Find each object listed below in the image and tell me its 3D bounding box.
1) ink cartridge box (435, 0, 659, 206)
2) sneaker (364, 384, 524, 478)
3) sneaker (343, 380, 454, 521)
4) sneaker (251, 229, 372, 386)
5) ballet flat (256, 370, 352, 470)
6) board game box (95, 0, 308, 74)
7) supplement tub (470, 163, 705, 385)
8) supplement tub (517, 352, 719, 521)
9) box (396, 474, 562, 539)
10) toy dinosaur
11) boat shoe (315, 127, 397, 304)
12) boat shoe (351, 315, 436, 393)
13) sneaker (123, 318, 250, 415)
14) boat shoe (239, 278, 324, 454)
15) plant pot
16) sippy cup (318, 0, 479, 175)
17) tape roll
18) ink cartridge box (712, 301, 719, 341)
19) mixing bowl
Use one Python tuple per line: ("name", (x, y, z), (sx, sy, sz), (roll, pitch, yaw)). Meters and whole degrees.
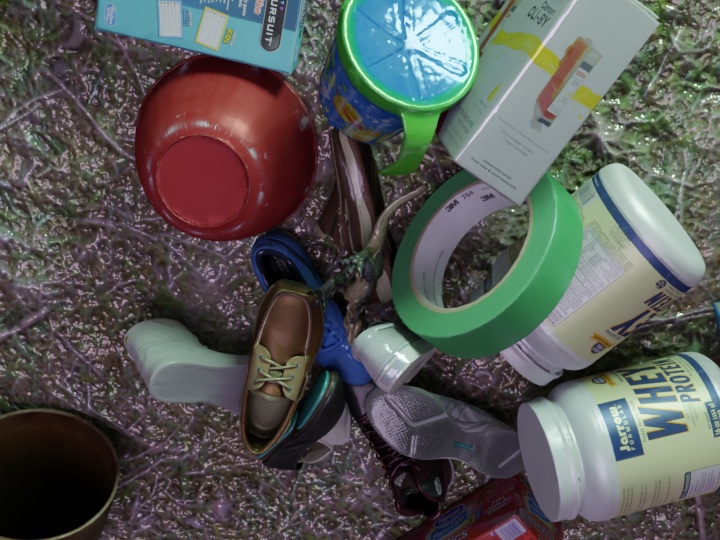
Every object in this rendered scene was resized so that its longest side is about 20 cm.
("ink cartridge box", (0.158, -0.182, 0.964), (0.083, 0.145, 0.201), (31, 107, -20))
("sneaker", (0.087, 0.171, 1.159), (0.199, 0.080, 0.071), (24, 98, -21))
("sneaker", (0.042, 0.196, 1.177), (0.075, 0.116, 0.200), (-33, 107, 19))
("sneaker", (-0.053, 0.049, 1.129), (0.066, 0.078, 0.201), (-32, 99, 13))
("ballet flat", (-0.050, 0.172, 1.185), (0.068, 0.068, 0.200), (27, 142, -13))
("board game box", (-0.147, -0.289, 1.019), (0.198, 0.047, 0.152), (13, 115, 0))
("supplement tub", (0.224, 0.007, 1.056), (0.145, 0.145, 0.200), (43, 112, -13))
("supplement tub", (0.277, 0.174, 1.092), (0.198, 0.145, 0.146), (-12, 113, -8))
("box", (0.132, 0.338, 1.241), (0.199, 0.096, 0.100), (-37, 105, 20))
("toy dinosaur", (0.000, 0.000, 1.048), (0.047, 0.088, 0.201), (39, 127, 22))
("boat shoe", (-0.013, -0.052, 1.096), (0.074, 0.075, 0.204), (-9, 113, 12))
("boat shoe", (0.036, 0.078, 1.091), (0.068, 0.200, 0.072), (41, 107, 9))
("sneaker", (-0.167, 0.101, 1.184), (0.199, 0.116, 0.074), (17, 107, -41))
("boat shoe", (-0.084, 0.107, 1.095), (0.075, 0.074, 0.201), (11, 121, -3))
("plant pot", (-0.386, 0.302, 1.255), (0.185, 0.188, 0.201), (15, 130, 0))
("sippy cup", (0.024, -0.186, 0.990), (0.139, 0.179, 0.130), (32, 155, -9))
("tape roll", (0.119, -0.015, 1.027), (0.200, 0.201, 0.048), (-39, 129, 20))
("ink cartridge box", (0.430, 0.138, 1.107), (0.067, 0.116, 0.201), (-14, 113, 11))
("mixing bowl", (-0.148, -0.107, 1.068), (0.198, 0.109, 0.202), (3, 115, 6))
